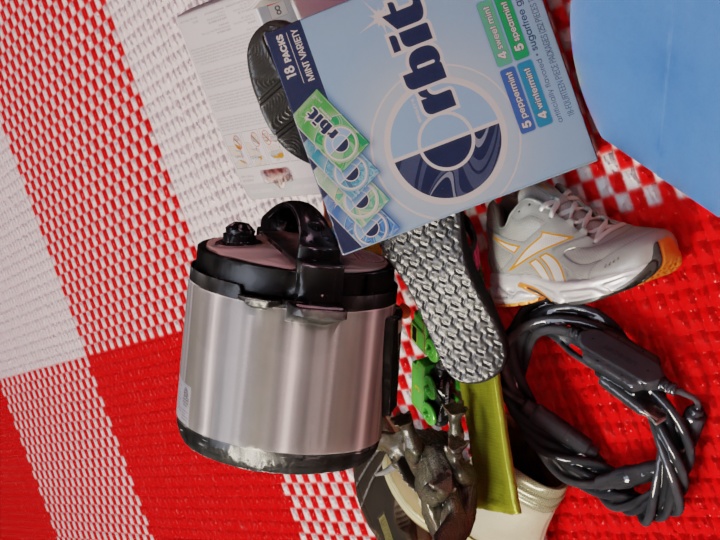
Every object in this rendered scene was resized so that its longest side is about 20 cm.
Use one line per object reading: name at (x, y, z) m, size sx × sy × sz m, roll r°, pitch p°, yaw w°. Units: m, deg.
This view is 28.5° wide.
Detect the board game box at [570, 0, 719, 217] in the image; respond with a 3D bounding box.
board game box at (0.213, -0.134, 0.917) m, size 0.200 × 0.039 × 0.160 m, roll 44°, pitch 147°, yaw 44°

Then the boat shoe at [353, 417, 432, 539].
boat shoe at (0.048, 0.233, 1.373) m, size 0.072 × 0.075 × 0.202 m, roll -42°, pitch 49°, yaw 38°

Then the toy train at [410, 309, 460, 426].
toy train at (0.068, 0.050, 1.260) m, size 0.056 × 0.041 × 0.202 m, roll 48°, pitch 145°, yaw 49°

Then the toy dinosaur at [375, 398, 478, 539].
toy dinosaur at (0.069, 0.175, 1.157) m, size 0.201 × 0.076 × 0.103 m, roll -122°, pitch 15°, yaw -49°

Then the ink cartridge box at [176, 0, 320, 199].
ink cartridge box at (-0.093, -0.173, 1.382) m, size 0.161 × 0.050 × 0.202 m, roll 0°, pitch 117°, yaw 57°

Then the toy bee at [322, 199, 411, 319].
toy bee at (0.000, 0.000, 1.280) m, size 0.107 × 0.131 × 0.203 m, roll 14°, pitch 111°, yaw 7°

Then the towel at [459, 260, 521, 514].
towel at (0.095, 0.094, 1.144) m, size 0.086 × 0.018 × 0.203 m, roll 155°, pitch 106°, yaw -77°

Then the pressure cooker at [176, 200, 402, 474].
pressure cooker at (-0.057, 0.046, 1.135) m, size 0.174 × 0.178 × 0.203 m, roll 11°, pitch 100°, yaw 30°

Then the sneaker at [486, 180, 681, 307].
sneaker at (0.151, -0.026, 1.048) m, size 0.199 × 0.075 × 0.093 m, roll -7°, pitch 98°, yaw 58°

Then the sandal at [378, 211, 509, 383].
sandal at (0.061, -0.010, 1.099) m, size 0.074 × 0.045 × 0.202 m, roll -17°, pitch 100°, yaw 23°

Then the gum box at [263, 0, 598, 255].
gum box at (0.051, -0.126, 1.034) m, size 0.045 × 0.198 × 0.172 m, roll -48°, pitch -63°, yaw -84°

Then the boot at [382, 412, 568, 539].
boot at (0.101, 0.178, 1.257) m, size 0.200 × 0.071 × 0.156 m, roll 42°, pitch 139°, yaw 36°

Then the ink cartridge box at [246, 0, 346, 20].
ink cartridge box at (-0.056, -0.293, 1.167) m, size 0.067 × 0.115 × 0.202 m, roll -29°, pitch 84°, yaw 59°

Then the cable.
cable at (0.181, 0.108, 1.107) m, size 0.199 × 0.051 × 0.165 m, roll 29°, pitch 138°, yaw 38°

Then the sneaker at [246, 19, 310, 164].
sneaker at (-0.020, -0.125, 1.187) m, size 0.201 × 0.075 × 0.116 m, roll 53°, pitch -166°, yaw -11°
